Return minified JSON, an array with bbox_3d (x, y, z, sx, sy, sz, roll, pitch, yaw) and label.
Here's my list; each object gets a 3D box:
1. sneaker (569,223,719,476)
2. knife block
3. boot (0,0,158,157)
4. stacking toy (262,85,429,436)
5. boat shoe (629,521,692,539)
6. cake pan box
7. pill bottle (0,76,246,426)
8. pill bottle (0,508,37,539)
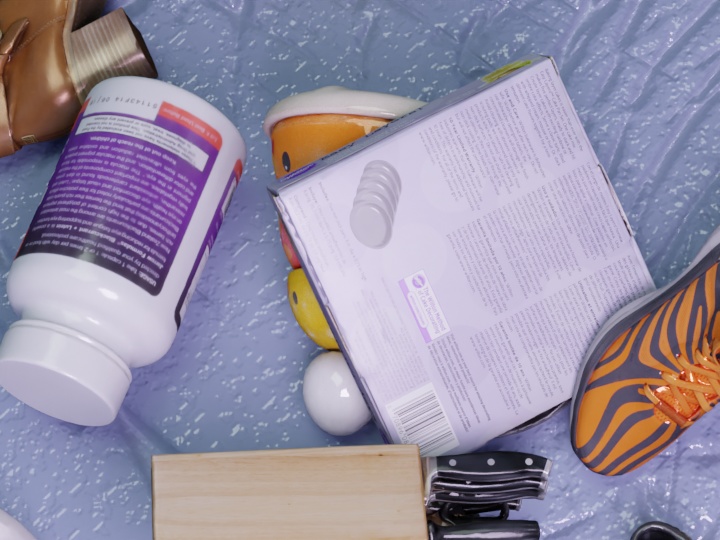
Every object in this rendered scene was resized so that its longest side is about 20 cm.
[{"bbox_3d":[0.192,0.053,1.424,0.200,0.077,0.112,-53,21,19],"label":"sneaker"},{"bbox_3d":[0.004,0.135,1.427,0.175,0.199,0.064,-29,51,33],"label":"knife block"},{"bbox_3d":[-0.236,-0.167,1.729,0.154,0.077,0.201,-26,65,3],"label":"boot"},{"bbox_3d":[0.000,0.000,1.545,0.145,0.146,0.202,5,77,17],"label":"stacking toy"},{"bbox_3d":[0.199,0.221,1.384,0.069,0.066,0.201,-24,57,0],"label":"boat shoe"},{"bbox_3d":[0.067,0.000,1.486,0.183,0.052,0.201,-28,101,-5],"label":"cake pan box"},{"bbox_3d":[-0.154,-0.010,1.584,0.111,0.112,0.201,11,63,20],"label":"pill bottle"},{"bbox_3d":[-0.275,0.223,1.479,0.112,0.112,0.201,25,69,26],"label":"pill bottle"}]
